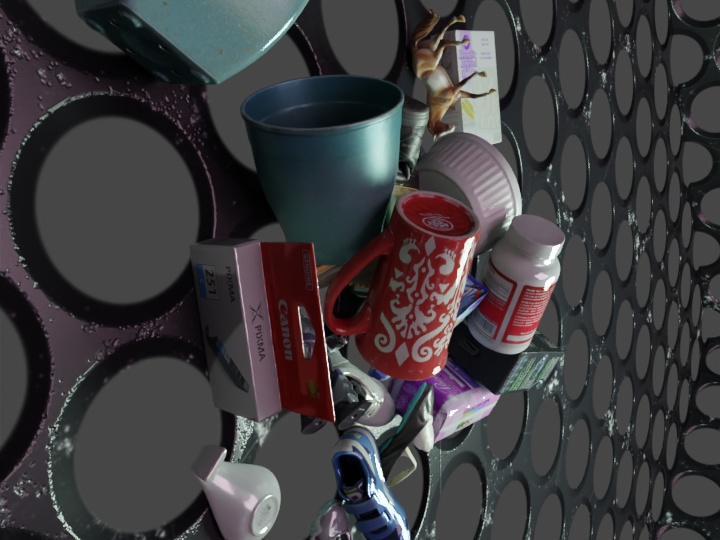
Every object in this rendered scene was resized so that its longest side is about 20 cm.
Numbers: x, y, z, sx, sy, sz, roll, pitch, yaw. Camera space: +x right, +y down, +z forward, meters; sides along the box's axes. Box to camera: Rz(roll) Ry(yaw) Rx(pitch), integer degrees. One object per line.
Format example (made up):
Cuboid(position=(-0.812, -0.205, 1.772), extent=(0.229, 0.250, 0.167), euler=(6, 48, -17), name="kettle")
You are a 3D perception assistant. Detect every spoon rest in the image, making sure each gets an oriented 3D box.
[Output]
Cuboid(position=(-0.155, 0.273, 0.770), extent=(0.100, 0.059, 0.203), euler=(-56, 145, -30), name="spoon rest")

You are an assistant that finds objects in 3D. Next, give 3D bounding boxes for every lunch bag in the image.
Cuboid(position=(0.089, 0.095, 0.969), extent=(0.094, 0.151, 0.200), euler=(41, 60, 3), name="lunch bag")

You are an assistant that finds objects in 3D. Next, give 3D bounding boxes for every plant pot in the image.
Cuboid(position=(-0.167, -0.301, 0.610), extent=(0.194, 0.193, 0.205), euler=(32, 79, -46), name="plant pot")
Cuboid(position=(-0.041, -0.121, 0.780), extent=(0.199, 0.196, 0.193), euler=(-38, 136, -41), name="plant pot")

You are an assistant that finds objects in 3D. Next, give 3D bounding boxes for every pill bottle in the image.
Cuboid(position=(0.246, 0.021, 0.977), extent=(0.111, 0.111, 0.204), euler=(-29, 142, -45), name="pill bottle")

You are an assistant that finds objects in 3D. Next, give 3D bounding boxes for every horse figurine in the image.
Cuboid(position=(0.138, -0.333, 1.038), extent=(0.202, 0.130, 0.050), euler=(57, 33, -25), name="horse figurine")

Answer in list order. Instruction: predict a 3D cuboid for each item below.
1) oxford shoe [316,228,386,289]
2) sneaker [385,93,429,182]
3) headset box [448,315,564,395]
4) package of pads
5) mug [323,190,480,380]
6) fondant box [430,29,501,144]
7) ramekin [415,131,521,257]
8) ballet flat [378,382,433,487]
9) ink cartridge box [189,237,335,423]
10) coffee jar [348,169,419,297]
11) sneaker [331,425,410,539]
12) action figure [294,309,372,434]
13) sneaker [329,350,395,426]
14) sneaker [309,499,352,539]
Cuboid(position=(0.000, 0.000, 0.855), extent=(0.195, 0.071, 0.075), euler=(-22, 100, -7), name="oxford shoe")
Cuboid(position=(0.033, -0.199, 0.885), extent=(0.074, 0.200, 0.117), euler=(-1, 118, -22), name="sneaker")
Cuboid(position=(0.247, 0.132, 1.132), extent=(0.197, 0.174, 0.094), euler=(8, 118, -51), name="headset box")
Cuboid(position=(0.145, 0.212, 1.067), extent=(0.197, 0.120, 0.077), euler=(-6, 126, -50), name="package of pads")
Cuboid(position=(0.058, 0.022, 0.766), extent=(0.174, 0.133, 0.204), euler=(-18, 135, -39), name="mug")
Cuboid(position=(0.197, -0.330, 1.142), extent=(0.143, 0.057, 0.207), euler=(-22, 108, -47), name="fondant box")
Cuboid(position=(0.157, -0.111, 1.011), extent=(0.093, 0.200, 0.208), euler=(-32, 117, -31), name="ramekin")
Cuboid(position=(0.070, 0.267, 0.962), extent=(0.202, 0.068, 0.068), euler=(-56, 176, 15), name="ballet flat")
Cuboid(position=(-0.115, 0.069, 0.700), extent=(0.044, 0.173, 0.207), euler=(-18, 106, -46), name="ink cartridge box")
Cuboid(position=(0.037, -0.062, 0.944), extent=(0.103, 0.084, 0.207), euler=(2, 92, -46), name="coffee jar")
Cuboid(position=(0.009, 0.335, 0.904), extent=(0.205, 0.073, 0.082), euler=(66, 19, 7), name="sneaker")
Cuboid(position=(-0.062, 0.105, 0.787), extent=(0.128, 0.202, 0.070), euler=(11, 128, -40), name="action figure")
Cuboid(position=(-0.006, 0.187, 0.895), extent=(0.075, 0.099, 0.200), euler=(-48, 128, -1), name="sneaker")
Cuboid(position=(-0.007, 0.442, 0.885), extent=(0.077, 0.137, 0.207), euler=(-5, 97, -48), name="sneaker")
